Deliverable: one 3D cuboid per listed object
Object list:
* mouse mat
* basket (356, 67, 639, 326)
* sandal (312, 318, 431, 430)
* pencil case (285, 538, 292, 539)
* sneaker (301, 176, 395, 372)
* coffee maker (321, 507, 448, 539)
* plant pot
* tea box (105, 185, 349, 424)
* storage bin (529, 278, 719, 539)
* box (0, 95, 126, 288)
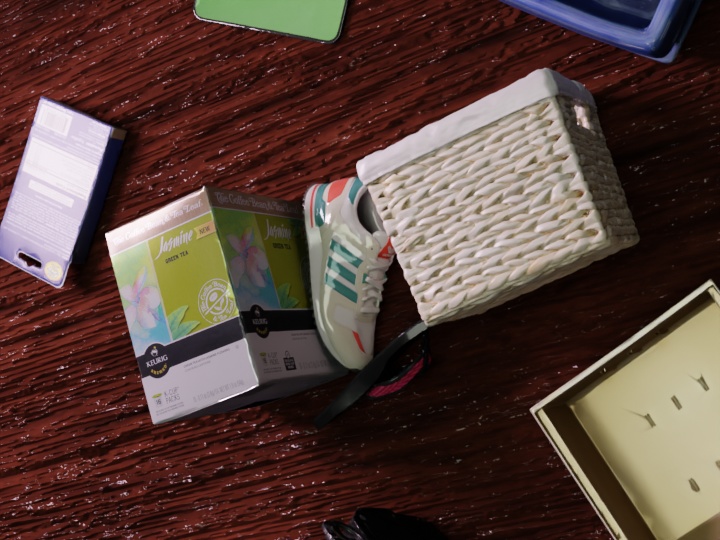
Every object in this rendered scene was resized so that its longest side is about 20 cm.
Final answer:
[{"bbox_3d":[-0.092,-0.344,1.248,0.197,0.008,0.164,15,95,23],"label":"mouse mat"},{"bbox_3d":[0.136,-0.064,1.033,0.198,0.198,0.163,-26,82,21],"label":"basket"},{"bbox_3d":[0.031,0.107,1.147,0.045,0.075,0.200,49,115,11],"label":"sandal"},{"bbox_3d":[-0.101,0.390,1.189,0.083,0.085,0.202,35,104,20],"label":"pencil case"},{"bbox_3d":[0.000,0.000,1.159,0.092,0.070,0.204,-13,80,30],"label":"sneaker"},{"bbox_3d":[-0.010,0.340,1.094,0.202,0.190,0.135,-59,25,11],"label":"coffee maker"},{"bbox_3d":[0.226,-0.302,1.003,0.198,0.179,0.203,26,99,22],"label":"plant pot"},{"bbox_3d":[-0.131,0.036,1.149,0.132,0.199,0.200,-22,80,23],"label":"tea box"},{"bbox_3d":[0.295,0.150,1.006,0.199,0.093,0.200,-38,73,19],"label":"storage bin"},{"bbox_3d":[-0.363,-0.093,1.352,0.120,0.032,0.203,23,97,24],"label":"box"}]
